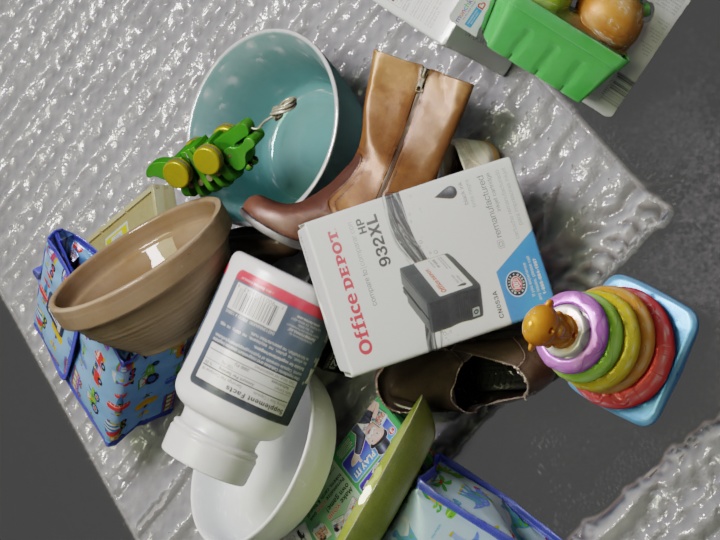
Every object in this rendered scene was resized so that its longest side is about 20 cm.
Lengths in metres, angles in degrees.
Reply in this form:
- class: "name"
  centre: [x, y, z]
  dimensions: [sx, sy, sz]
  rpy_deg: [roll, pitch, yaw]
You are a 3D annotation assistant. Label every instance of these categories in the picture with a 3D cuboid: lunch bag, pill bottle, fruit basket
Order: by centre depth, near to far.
- class: "lunch bag"
  centre: [0.101, 0.294, 1.469]
  dimensions: [0.199, 0.127, 0.171]
  rpy_deg: [32, 105, 6]
- class: "fruit basket"
  centre: [0.205, -0.265, 1.481]
  dimensions: [0.201, 0.184, 0.094]
  rpy_deg: [-59, 15, 15]
- class: "pill bottle"
  centre: [-0.109, 0.096, 1.571]
  dimensions: [0.119, 0.119, 0.202]
  rpy_deg: [25, 90, 37]
- class: "lunch bag"
  centre: [-0.283, 0.058, 1.758]
  dimensions: [0.200, 0.094, 0.151]
  rpy_deg: [46, 143, 23]

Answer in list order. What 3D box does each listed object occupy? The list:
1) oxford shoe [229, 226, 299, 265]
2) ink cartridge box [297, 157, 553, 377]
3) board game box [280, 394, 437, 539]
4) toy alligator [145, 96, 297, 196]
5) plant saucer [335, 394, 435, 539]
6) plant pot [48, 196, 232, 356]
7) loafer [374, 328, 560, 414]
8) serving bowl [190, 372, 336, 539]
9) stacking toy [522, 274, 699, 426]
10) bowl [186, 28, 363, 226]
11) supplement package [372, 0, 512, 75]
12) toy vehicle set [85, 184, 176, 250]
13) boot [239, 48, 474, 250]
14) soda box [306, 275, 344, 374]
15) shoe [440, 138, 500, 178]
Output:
- class: "oxford shoe"
  centre: [-0.126, 0.003, 1.729]
  dimensions: [0.199, 0.072, 0.086]
  rpy_deg: [-22, 71, 45]
- class: "ink cartridge box"
  centre: [0.058, -0.002, 1.488]
  dimensions: [0.198, 0.084, 0.147]
  rpy_deg: [-18, 90, -6]
- class: "board game box"
  centre: [0.003, 0.242, 1.609]
  dimensions: [0.201, 0.029, 0.135]
  rpy_deg: [-52, 56, 17]
- class: "toy alligator"
  centre: [-0.130, -0.113, 1.633]
  dimensions: [0.198, 0.059, 0.055]
  rpy_deg: [-20, 110, 32]
- class: "plant saucer"
  centre: [0.018, 0.207, 1.489]
  dimensions: [0.031, 0.200, 0.201]
  rpy_deg: [29, 101, 1]
- class: "plant pot"
  centre: [-0.201, 0.019, 1.622]
  dimensions: [0.199, 0.201, 0.093]
  rpy_deg: [-19, 110, 33]
- class: "loafer"
  centre: [0.090, 0.096, 1.531]
  dimensions: [0.198, 0.071, 0.074]
  rpy_deg: [-15, 104, 33]
- class: "serving bowl"
  centre: [-0.086, 0.190, 1.644]
  dimensions: [0.200, 0.065, 0.202]
  rpy_deg: [-36, 39, 37]
- class: "stacking toy"
  centre: [0.190, 0.057, 1.397]
  dimensions: [0.109, 0.199, 0.117]
  rpy_deg: [28, 99, 36]
- class: "bowl"
  centre: [-0.072, -0.137, 1.689]
  dimensions: [0.199, 0.105, 0.204]
  rpy_deg: [-7, 78, 36]
- class: "supplement package"
  centre: [0.072, -0.296, 1.604]
  dimensions: [0.200, 0.116, 0.118]
  rpy_deg: [39, 105, 35]
- class: "toy vehicle set"
  centre: [-0.254, 0.000, 1.808]
  dimensions: [0.199, 0.026, 0.126]
  rpy_deg: [-31, 64, 50]
- class: "boot"
  centre: [-0.006, -0.110, 1.556]
  dimensions: [0.186, 0.068, 0.202]
  rpy_deg: [16, 95, 14]
- class: "soda box"
  centre: [0.000, 0.000, 1.635]
  dimensions: [0.070, 0.063, 0.202]
  rpy_deg: [32, 100, 36]
- class: "shoe"
  centre: [0.097, -0.029, 1.573]
  dimensions: [0.069, 0.053, 0.203]
  rpy_deg: [-5, 80, 36]
